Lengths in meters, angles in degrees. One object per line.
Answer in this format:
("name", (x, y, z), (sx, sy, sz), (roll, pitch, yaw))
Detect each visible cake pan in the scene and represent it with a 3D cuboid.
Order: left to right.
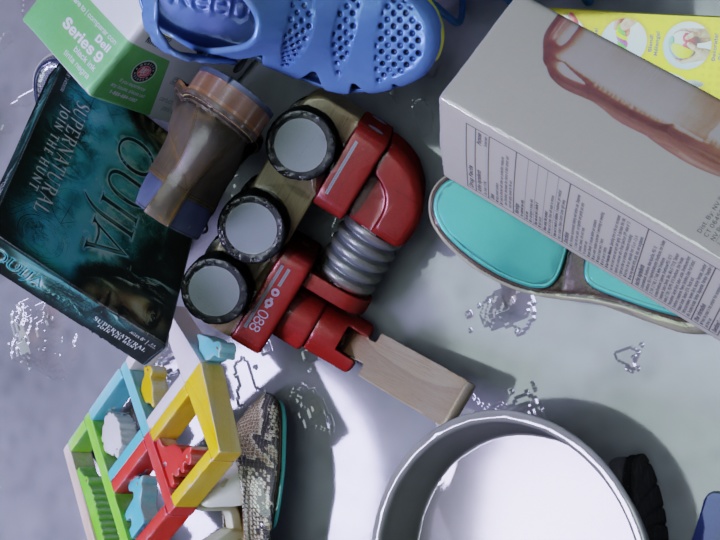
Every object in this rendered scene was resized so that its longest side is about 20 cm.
("cake pan", (0.094, 0.186, 0.726), (0.199, 0.037, 0.202), (-4, 83, 38))

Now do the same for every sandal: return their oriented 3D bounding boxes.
("sandal", (-0.050, -0.146, 0.706), (0.199, 0.087, 0.080), (9, 110, 10))

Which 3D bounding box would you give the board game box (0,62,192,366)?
("board game box", (-0.173, -0.046, 0.800), (0.028, 0.135, 0.201), (-37, 30, 30))

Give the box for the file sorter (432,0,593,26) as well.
("file sorter", (0.090, -0.236, 0.762), (0.199, 0.123, 0.140), (-4, 85, 21))

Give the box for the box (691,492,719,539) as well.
("box", (0.286, 0.223, 0.705), (0.199, 0.032, 0.122), (18, 94, 23))

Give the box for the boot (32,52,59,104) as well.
("boot", (-0.206, -0.092, 0.891), (0.073, 0.090, 0.200), (-40, 74, 15))

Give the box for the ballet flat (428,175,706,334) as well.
("ballet flat", (0.139, -0.009, 0.757), (0.199, 0.069, 0.070), (24, 96, 15))

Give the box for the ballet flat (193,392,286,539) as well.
("ballet flat", (-0.087, 0.188, 0.831), (0.068, 0.075, 0.202), (174, 95, -67))

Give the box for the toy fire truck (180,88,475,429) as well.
("toy fire truck", (0.000, 0.000, 0.801), (0.199, 0.129, 0.177), (32, 104, -4))

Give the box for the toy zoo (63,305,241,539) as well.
("toy zoo", (-0.146, 0.118, 0.840), (0.200, 0.020, 0.132), (-51, 48, 29))

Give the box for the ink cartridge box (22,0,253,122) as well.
("ink cartridge box", (-0.113, -0.209, 0.830), (0.200, 0.146, 0.084), (-48, 71, 13))

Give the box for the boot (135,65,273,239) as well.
("boot", (-0.116, -0.073, 0.796), (0.075, 0.200, 0.097), (34, 83, -6))

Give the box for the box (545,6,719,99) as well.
("box", (0.182, -0.103, 0.753), (0.199, 0.048, 0.118), (9, 97, 20))

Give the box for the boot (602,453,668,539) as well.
("boot", (0.123, 0.214, 0.756), (0.131, 0.070, 0.201), (0, 80, 31))

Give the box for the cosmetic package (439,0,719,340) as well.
("cosmetic package", (0.150, -0.059, 0.679), (0.199, 0.103, 0.087), (33, 76, 16))
